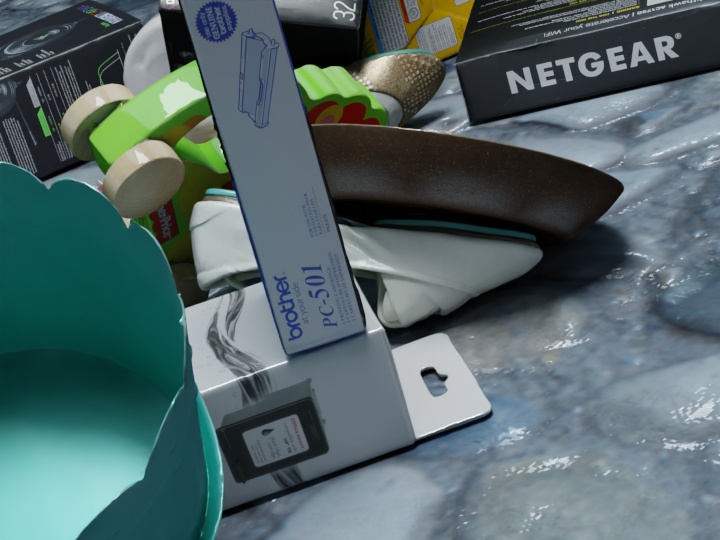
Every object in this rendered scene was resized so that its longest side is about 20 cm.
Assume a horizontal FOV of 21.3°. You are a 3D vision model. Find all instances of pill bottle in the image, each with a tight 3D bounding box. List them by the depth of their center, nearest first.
[{"bbox_3d":[-0.113,-0.185,1.555,0.110,0.112,0.200,-11,22,17],"label":"pill bottle"}]

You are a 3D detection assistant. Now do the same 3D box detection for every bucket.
[{"bbox_3d":[-0.158,0.073,0.822,0.205,0.135,0.209,-3,57,4],"label":"bucket"}]

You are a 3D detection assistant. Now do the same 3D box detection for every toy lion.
[{"bbox_3d":[-0.069,-0.063,1.143,0.191,0.201,0.069,-32,62,-15],"label":"toy lion"}]

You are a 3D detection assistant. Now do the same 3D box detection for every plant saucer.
[{"bbox_3d":[0.047,-0.043,1.076,0.198,0.037,0.200,10,-6,1],"label":"plant saucer"}]

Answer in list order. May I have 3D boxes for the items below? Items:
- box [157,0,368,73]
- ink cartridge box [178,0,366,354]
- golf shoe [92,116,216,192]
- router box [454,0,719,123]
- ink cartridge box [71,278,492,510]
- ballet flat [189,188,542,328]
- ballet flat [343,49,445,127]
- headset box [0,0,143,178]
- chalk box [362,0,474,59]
[{"bbox_3d":[-0.063,-0.250,1.401,0.147,0.202,0.124,5,-16,0],"label":"box"},{"bbox_3d":[-0.047,-0.071,0.911,0.044,0.202,0.094,-17,21,-2],"label":"ink cartridge box"},{"bbox_3d":[-0.113,-0.053,1.294,0.199,0.092,0.075,-31,1,40],"label":"golf shoe"},{"bbox_3d":[0.174,-0.175,1.386,0.198,0.051,0.149,-12,24,16],"label":"router box"},{"bbox_3d":[-0.045,0.056,0.971,0.198,0.067,0.116,-19,22,-5],"label":"ink cartridge box"},{"bbox_3d":[0.000,0.000,1.065,0.198,0.070,0.070,8,26,8],"label":"ballet flat"},{"bbox_3d":[-0.030,-0.100,1.374,0.198,0.071,0.066,-18,48,8],"label":"ballet flat"},{"bbox_3d":[-0.282,-0.143,1.613,0.199,0.093,0.174,-25,22,-16],"label":"headset box"},{"bbox_3d":[0.014,-0.246,1.590,0.123,0.125,0.200,-24,21,-16],"label":"chalk box"}]
